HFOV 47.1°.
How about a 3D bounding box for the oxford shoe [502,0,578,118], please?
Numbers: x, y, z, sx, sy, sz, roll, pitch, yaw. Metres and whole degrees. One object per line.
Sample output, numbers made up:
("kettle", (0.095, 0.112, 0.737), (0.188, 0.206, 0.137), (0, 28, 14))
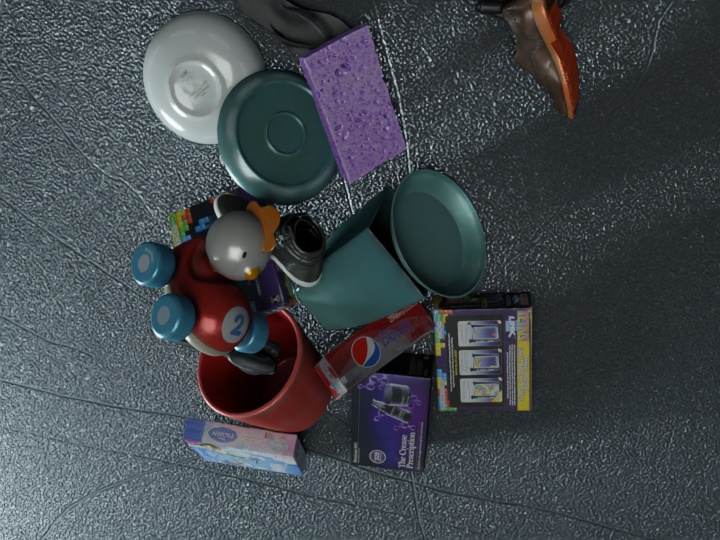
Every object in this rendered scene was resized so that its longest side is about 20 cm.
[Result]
("oxford shoe", (0.259, -0.301, 1.169), (0.072, 0.072, 0.202), (-5, 130, 32))

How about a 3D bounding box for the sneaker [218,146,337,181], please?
("sneaker", (-0.132, -0.177, 1.286), (0.197, 0.079, 0.091), (18, 150, -20))

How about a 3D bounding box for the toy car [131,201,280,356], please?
("toy car", (-0.178, -0.003, 1.149), (0.200, 0.179, 0.183), (-42, 149, 22))

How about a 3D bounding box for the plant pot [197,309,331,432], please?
("plant pot", (-0.145, 0.176, 1.382), (0.197, 0.204, 0.177), (-19, 147, 17))

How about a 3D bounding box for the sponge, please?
("sponge", (-0.008, -0.243, 1.218), (0.110, 0.030, 0.203), (-30, 120, -16))

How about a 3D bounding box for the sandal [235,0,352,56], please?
("sandal", (-0.095, -0.356, 1.208), (0.197, 0.043, 0.077), (26, 116, -5))

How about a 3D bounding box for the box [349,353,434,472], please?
("box", (0.054, 0.249, 1.466), (0.138, 0.079, 0.204), (6, 117, 9))

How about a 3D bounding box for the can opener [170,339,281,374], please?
("can opener", (-0.214, 0.106, 1.262), (0.197, 0.079, 0.064), (22, 76, 0))

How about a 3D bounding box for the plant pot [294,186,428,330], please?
("plant pot", (0.000, 0.000, 1.318), (0.198, 0.142, 0.142), (-32, 108, 30))

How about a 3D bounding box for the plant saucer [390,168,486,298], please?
("plant saucer", (0.112, -0.053, 1.258), (0.201, 0.201, 0.036), (49, 140, -16))

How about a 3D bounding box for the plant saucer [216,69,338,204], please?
("plant saucer", (-0.114, -0.201, 1.224), (0.196, 0.027, 0.205), (2, 85, -23))

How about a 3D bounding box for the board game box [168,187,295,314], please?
("board game box", (-0.207, -0.016, 1.322), (0.163, 0.057, 0.204), (-20, 79, 18))

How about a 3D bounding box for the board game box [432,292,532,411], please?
("board game box", (0.207, 0.139, 1.400), (0.161, 0.057, 0.204), (-1, 115, 7))

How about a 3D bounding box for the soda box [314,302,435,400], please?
("soda box", (0.024, 0.121, 1.337), (0.071, 0.198, 0.063), (53, 152, 7))

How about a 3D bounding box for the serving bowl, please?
("serving bowl", (-0.242, -0.284, 1.253), (0.195, 0.066, 0.204), (3, 116, 7))

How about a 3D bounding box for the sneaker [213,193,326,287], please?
("sneaker", (-0.127, -0.069, 1.217), (0.199, 0.071, 0.100), (38, 144, 4))

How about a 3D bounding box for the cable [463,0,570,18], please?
("cable", (0.227, -0.439, 1.116), (0.160, 0.051, 0.203), (14, 117, 1))

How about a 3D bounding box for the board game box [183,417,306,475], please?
("board game box", (-0.203, 0.321, 1.492), (0.194, 0.044, 0.201), (7, 158, 5))
